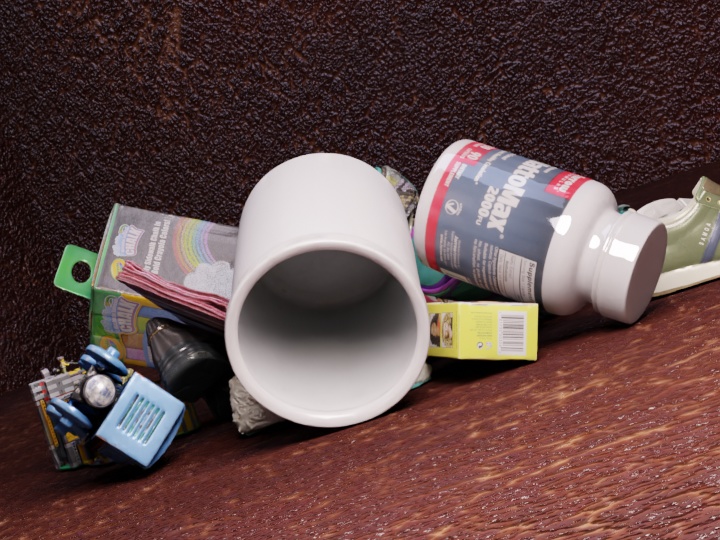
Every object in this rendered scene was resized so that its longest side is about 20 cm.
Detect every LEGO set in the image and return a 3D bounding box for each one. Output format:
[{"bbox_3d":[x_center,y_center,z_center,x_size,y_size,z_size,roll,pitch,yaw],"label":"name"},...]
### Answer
[{"bbox_3d":[-0.268,0.136,1.775,0.152,0.117,0.200,-20,3,-22],"label":"LEGO set"}]

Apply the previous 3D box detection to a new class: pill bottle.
[{"bbox_3d":[0.157,-0.030,1.433,0.198,0.121,0.119,20,21,25],"label":"pill bottle"}]

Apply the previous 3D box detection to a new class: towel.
[{"bbox_3d":[-0.127,0.049,1.566,0.143,0.023,0.200,20,-10,27],"label":"towel"}]

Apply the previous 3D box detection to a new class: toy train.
[{"bbox_3d":[-0.233,0.137,1.572,0.087,0.114,0.200,-56,5,-16],"label":"toy train"}]

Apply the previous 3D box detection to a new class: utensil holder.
[{"bbox_3d":[-0.029,0.009,1.421,0.168,0.171,0.201,-18,26,8],"label":"utensil holder"}]

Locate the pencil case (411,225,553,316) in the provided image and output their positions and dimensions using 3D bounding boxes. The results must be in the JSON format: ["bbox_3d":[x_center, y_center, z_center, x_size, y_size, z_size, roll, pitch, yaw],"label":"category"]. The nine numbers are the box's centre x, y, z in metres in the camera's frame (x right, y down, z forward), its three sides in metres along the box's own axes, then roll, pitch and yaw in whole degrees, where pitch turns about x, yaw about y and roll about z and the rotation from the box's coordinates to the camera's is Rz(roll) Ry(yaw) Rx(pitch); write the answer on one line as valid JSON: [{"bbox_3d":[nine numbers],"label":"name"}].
[{"bbox_3d":[0.129,-0.005,1.612,0.092,0.086,0.199,26,10,42],"label":"pencil case"}]

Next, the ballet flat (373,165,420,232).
[{"bbox_3d":[0.000,0.000,1.601,0.202,0.072,0.072,-61,-4,8],"label":"ballet flat"}]

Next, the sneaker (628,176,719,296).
[{"bbox_3d":[0.336,-0.045,1.519,0.198,0.091,0.067,-18,2,10],"label":"sneaker"}]

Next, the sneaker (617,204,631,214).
[{"bbox_3d":[0.226,-0.038,1.750,0.199,0.085,0.120,21,-17,-36],"label":"sneaker"}]

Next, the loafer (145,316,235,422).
[{"bbox_3d":[-0.139,0.092,1.606,0.073,0.073,0.200,-40,-28,5],"label":"loafer"}]

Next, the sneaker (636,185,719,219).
[{"bbox_3d":[0.343,-0.032,1.708,0.198,0.078,0.082,-19,-24,-22],"label":"sneaker"}]

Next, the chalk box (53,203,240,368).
[{"bbox_3d":[-0.226,0.021,1.781,0.197,0.125,0.125,10,-41,-1],"label":"chalk box"}]

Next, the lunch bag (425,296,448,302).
[{"bbox_3d":[0.062,0.039,1.828,0.175,0.083,0.199,-17,4,45],"label":"lunch bag"}]

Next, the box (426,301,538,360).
[{"bbox_3d":[0.095,0.053,1.468,0.074,0.051,0.200,1,-2,-13],"label":"box"}]

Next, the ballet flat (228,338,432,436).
[{"bbox_3d":[-0.035,0.098,1.509,0.198,0.073,0.072,-17,3,18],"label":"ballet flat"}]

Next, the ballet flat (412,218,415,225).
[{"bbox_3d":[0.103,-0.015,1.726,0.068,0.198,0.073,-53,31,25],"label":"ballet flat"}]
